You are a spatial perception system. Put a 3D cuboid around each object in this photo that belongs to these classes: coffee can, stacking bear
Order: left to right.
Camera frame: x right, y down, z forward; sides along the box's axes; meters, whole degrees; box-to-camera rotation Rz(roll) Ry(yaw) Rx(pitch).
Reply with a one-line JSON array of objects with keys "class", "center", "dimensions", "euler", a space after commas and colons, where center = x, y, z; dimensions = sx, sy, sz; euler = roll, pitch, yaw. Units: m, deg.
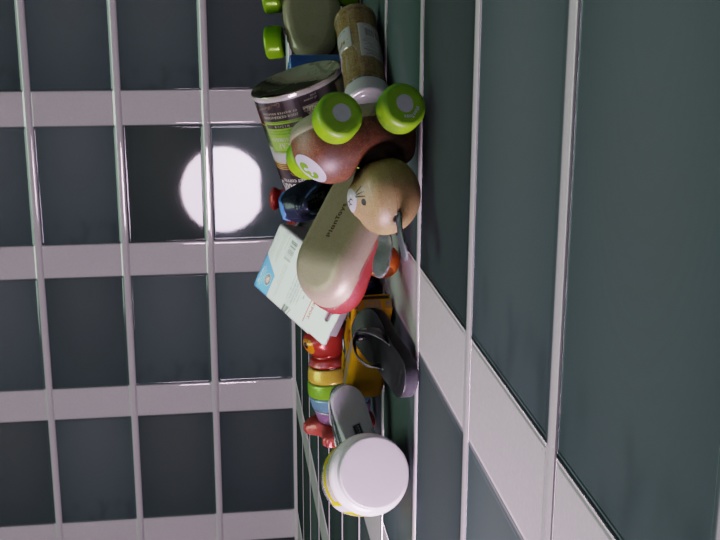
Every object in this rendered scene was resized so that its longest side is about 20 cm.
[{"class": "coffee can", "center": [-0.070, -0.203, 1.682], "dimensions": [0.147, 0.145, 0.202], "euler": [-109, 1, -66]}, {"class": "stacking bear", "center": [-0.043, 0.170, 1.797], "dimensions": [0.121, 0.113, 0.202], "euler": [19, 122, 60]}]

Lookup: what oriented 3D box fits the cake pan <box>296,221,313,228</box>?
[{"class": "cake pan", "center": [-0.057, -0.014, 1.880], "dimensions": [0.200, 0.036, 0.203], "euler": [-20, -67, -57]}]

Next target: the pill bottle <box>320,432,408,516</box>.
[{"class": "pill bottle", "center": [0.007, 0.290, 1.538], "dimensions": [0.200, 0.113, 0.116], "euler": [121, 147, -76]}]

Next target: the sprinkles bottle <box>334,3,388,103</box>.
[{"class": "sprinkles bottle", "center": [0.002, -0.309, 1.612], "dimensions": [0.069, 0.067, 0.201], "euler": [97, 169, -49]}]

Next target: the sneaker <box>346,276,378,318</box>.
[{"class": "sneaker", "center": [0.000, 0.000, 1.751], "dimensions": [0.078, 0.075, 0.202], "euler": [-132, 33, -58]}]

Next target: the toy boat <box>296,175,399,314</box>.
[{"class": "toy boat", "center": [0.004, -0.030, 1.502], "dimensions": [0.130, 0.130, 0.201], "euler": [16, 75, 51]}]

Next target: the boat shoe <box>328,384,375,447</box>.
[{"class": "boat shoe", "center": [-0.007, 0.274, 1.682], "dimensions": [0.068, 0.071, 0.202], "euler": [164, 87, -76]}]

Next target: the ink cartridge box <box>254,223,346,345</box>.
[{"class": "ink cartridge box", "center": [-0.070, 0.024, 1.711], "dimensions": [0.200, 0.066, 0.117], "euler": [39, 109, 40]}]

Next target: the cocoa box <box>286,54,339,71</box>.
[{"class": "cocoa box", "center": [-0.062, -0.279, 1.859], "dimensions": [0.200, 0.132, 0.133], "euler": [139, 129, -81]}]

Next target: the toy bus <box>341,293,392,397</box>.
[{"class": "toy bus", "center": [0.009, 0.115, 1.662], "dimensions": [0.201, 0.064, 0.079], "euler": [100, 166, -57]}]

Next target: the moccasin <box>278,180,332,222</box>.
[{"class": "moccasin", "center": [-0.028, -0.114, 1.587], "dimensions": [0.068, 0.199, 0.081], "euler": [1, 118, 47]}]

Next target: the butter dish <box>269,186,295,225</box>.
[{"class": "butter dish", "center": [-0.106, -0.139, 2.138], "dimensions": [0.201, 0.146, 0.201], "euler": [-91, 4, -61]}]

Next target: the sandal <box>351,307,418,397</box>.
[{"class": "sandal", "center": [0.023, 0.106, 1.486], "dimensions": [0.200, 0.042, 0.077], "euler": [-137, 50, -63]}]

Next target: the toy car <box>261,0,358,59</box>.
[{"class": "toy car", "center": [-0.076, -0.418, 1.916], "dimensions": [0.200, 0.162, 0.160], "euler": [63, -156, -78]}]

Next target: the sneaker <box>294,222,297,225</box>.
[{"class": "sneaker", "center": [-0.106, -0.045, 1.975], "dimensions": [0.201, 0.072, 0.115], "euler": [-51, 11, 48]}]

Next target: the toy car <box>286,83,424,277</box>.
[{"class": "toy car", "center": [0.009, -0.096, 1.311], "dimensions": [0.164, 0.156, 0.202], "euler": [142, 115, -68]}]
